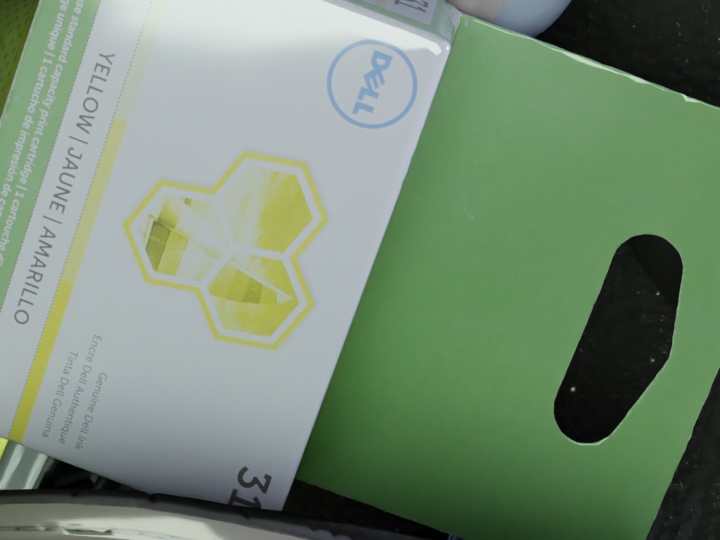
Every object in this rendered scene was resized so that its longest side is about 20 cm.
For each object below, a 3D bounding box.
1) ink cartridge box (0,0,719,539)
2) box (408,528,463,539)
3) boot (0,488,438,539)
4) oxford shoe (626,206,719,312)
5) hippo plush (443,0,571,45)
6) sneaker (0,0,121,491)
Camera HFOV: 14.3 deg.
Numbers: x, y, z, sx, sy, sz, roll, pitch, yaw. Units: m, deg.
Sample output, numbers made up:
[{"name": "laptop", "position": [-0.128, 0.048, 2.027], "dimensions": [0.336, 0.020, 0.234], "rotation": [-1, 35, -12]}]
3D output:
[{"name": "ink cartridge box", "position": [0.000, 0.000, 0.749], "dimensions": [0.199, 0.048, 0.146], "rotation": [21, 109, 0]}, {"name": "box", "position": [-0.043, 0.200, 0.832], "dimensions": [0.196, 0.117, 0.201], "rotation": [-14, 97, 10]}, {"name": "boot", "position": [-0.025, 0.136, 0.712], "dimensions": [0.199, 0.073, 0.152], "rotation": [11, 85, -8]}, {"name": "oxford shoe", "position": [0.151, 0.018, 0.805], "dimensions": [0.200, 0.071, 0.071], "rotation": [40, 77, 0]}, {"name": "hippo plush", "position": [0.039, -0.145, 0.717], "dimensions": [0.199, 0.161, 0.160], "rotation": [16, 84, 7]}, {"name": "sneaker", "position": [-0.102, 0.009, 0.836], "dimensions": [0.090, 0.078, 0.201], "rotation": [22, 97, 13]}]
